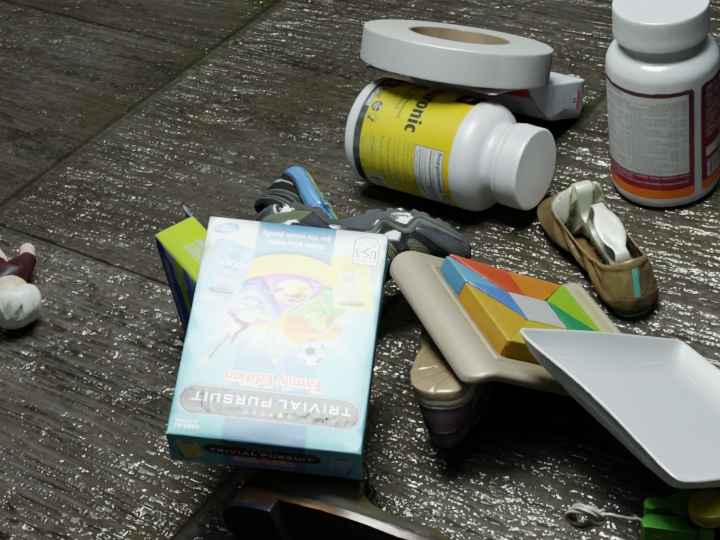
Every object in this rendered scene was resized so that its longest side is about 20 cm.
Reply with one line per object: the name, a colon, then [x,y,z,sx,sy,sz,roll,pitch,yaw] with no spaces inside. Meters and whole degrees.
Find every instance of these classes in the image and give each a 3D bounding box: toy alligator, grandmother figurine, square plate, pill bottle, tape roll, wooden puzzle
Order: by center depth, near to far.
toy alligator: [0.253,0.182,1.090,0.198,0.060,0.054,8,40,24]
square plate: [0.244,0.111,1.144,0.199,0.029,0.198,5,28,-38]
wooden puzzle: [0.143,0.045,1.252,0.198,0.037,0.185,9,28,-28]
pill bottle: [0.292,-0.171,1.428,0.108,0.201,0.110,-7,36,5]
grandmother figurine: [-0.381,0.003,1.491,0.121,0.061,0.200,-38,41,-19]
pill bottle: [0.092,-0.123,1.492,0.199,0.112,0.111,18,45,32]
tape roll: [0.099,-0.224,1.519,0.201,0.037,0.203,6,16,-2]

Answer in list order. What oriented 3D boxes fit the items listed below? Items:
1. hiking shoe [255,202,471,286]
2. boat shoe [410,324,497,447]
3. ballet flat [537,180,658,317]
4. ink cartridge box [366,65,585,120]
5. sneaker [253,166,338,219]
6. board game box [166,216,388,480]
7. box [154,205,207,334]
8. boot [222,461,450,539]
hiking shoe: [0.000,0.000,1.331,0.198,0.076,0.102,3,69,5]
boat shoe: [0.083,0.085,1.258,0.071,0.065,0.200,4,20,11]
ballet flat: [0.218,-0.038,1.379,0.067,0.073,0.201,-16,37,-6]
ink cartridge box: [0.123,-0.188,1.562,0.161,0.051,0.199,17,22,32]
sneaker: [-0.055,-0.022,1.445,0.082,0.071,0.200,-35,41,6]
board game box: [-0.061,0.058,1.173,0.149,0.047,0.201,5,57,3]
box: [-0.122,0.040,1.321,0.047,0.123,0.200,-26,39,-18]
boot: [-0.003,0.178,1.150,0.198,0.075,0.097,9,44,27]
